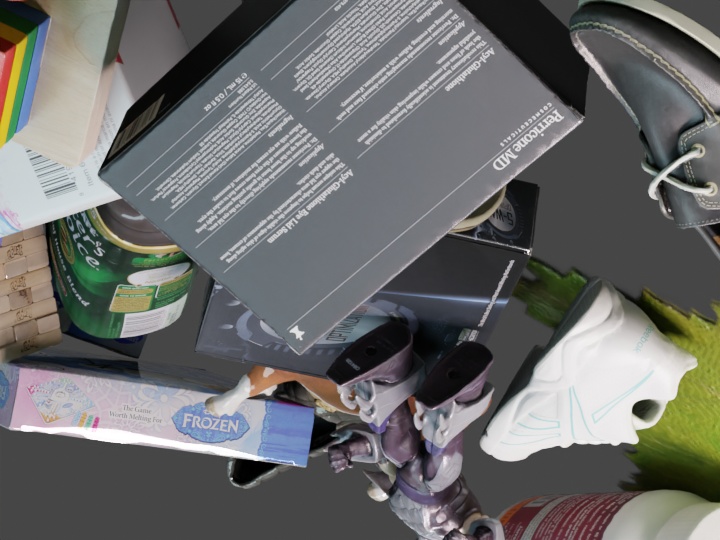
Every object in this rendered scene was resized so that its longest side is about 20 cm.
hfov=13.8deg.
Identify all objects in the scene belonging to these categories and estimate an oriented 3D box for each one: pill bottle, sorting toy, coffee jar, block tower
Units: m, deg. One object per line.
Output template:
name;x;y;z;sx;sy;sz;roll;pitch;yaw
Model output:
pill bottle;0.164;0.188;1.790;0.110;0.110;0.200;44;154;-21
sorting toy;-0.217;-0.162;1.481;0.199;0.070;0.199;26;127;11
coffee jar;-0.131;-0.039;1.750;0.200;0.085;0.105;121;135;-65
block tower;-0.232;-0.047;1.802;0.058;0.054;0.201;7;110;46

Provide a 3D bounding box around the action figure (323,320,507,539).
action figure;0.033;0.111;1.708;0.130;0.069;0.200;28;149;25

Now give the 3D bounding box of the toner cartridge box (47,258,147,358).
toner cartridge box;-0.243;0.003;2.000;0.199;0.043;0.095;19;178;30

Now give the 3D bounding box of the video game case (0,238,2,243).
video game case;-0.280;-0.077;1.766;0.181;0.045;0.201;38;129;30

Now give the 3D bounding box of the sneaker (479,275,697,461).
sneaker;0.126;0.075;1.683;0.080;0.071;0.200;32;155;-2

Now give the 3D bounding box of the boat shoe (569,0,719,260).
boat shoe;0.167;-0.053;1.404;0.200;0.068;0.072;46;155;-21

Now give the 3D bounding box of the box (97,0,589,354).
box;-0.007;-0.076;1.444;0.141;0.079;0.200;43;117;-15

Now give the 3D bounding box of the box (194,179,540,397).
box;0.000;0.000;1.651;0.160;0.044;0.200;12;151;-6

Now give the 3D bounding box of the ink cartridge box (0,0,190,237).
ink cartridge box;-0.198;-0.099;1.603;0.199;0.083;0.146;-16;104;27

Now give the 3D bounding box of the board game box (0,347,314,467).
board game box;-0.158;0.082;1.906;0.198;0.044;0.200;8;-178;-24

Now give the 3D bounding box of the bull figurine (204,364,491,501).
bull figurine;-0.021;0.053;1.797;0.200;0.065;0.122;31;128;-6

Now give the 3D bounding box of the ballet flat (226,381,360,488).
ballet flat;-0.037;0.103;1.950;0.066;0.057;0.200;35;155;-4

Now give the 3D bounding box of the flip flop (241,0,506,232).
flip flop;0.014;-0.098;1.513;0.057;0.081;0.200;-10;126;42
